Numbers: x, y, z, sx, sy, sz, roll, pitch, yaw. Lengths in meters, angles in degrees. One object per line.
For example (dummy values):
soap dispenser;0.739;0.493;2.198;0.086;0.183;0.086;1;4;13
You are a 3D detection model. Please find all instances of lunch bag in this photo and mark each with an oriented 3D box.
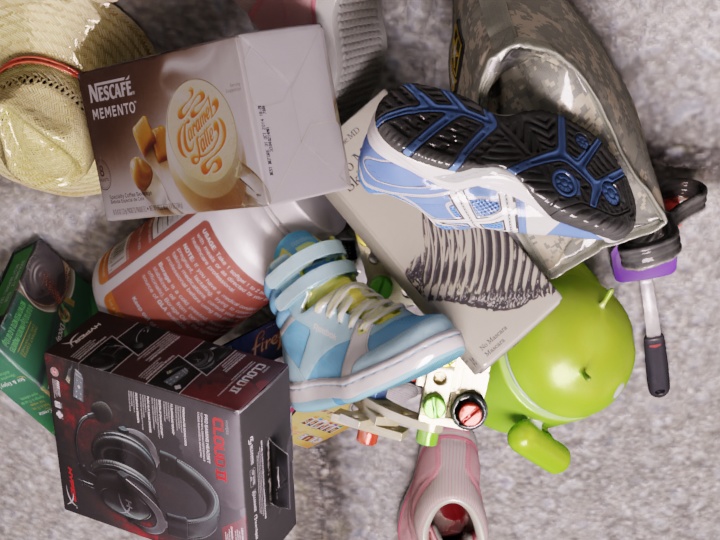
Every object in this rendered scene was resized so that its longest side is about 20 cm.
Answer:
lunch bag;0.125;-0.125;1.143;0.117;0.165;0.201;-25;125;16

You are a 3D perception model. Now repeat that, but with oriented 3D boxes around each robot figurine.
robot figurine;0.147;0.070;1.307;0.115;0.177;0.200;21;160;-16

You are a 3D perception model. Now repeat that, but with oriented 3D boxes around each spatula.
spatula;0.250;0.041;1.373;0.056;0.021;0.202;-9;130;6

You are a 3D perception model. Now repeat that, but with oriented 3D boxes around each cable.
cable;0.230;-0.028;1.218;0.096;0.200;0.051;-9;108;3

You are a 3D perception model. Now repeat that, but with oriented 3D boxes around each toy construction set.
toy construction set;0.041;0.058;1.243;0.129;0.092;0.202;11;115;-1

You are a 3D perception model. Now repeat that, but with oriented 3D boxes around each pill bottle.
pill bottle;-0.110;-0.015;1.272;0.199;0.113;0.112;-34;122;26

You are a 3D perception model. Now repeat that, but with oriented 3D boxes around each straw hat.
straw hat;-0.239;-0.112;1.210;0.198;0.086;0.203;1;130;1

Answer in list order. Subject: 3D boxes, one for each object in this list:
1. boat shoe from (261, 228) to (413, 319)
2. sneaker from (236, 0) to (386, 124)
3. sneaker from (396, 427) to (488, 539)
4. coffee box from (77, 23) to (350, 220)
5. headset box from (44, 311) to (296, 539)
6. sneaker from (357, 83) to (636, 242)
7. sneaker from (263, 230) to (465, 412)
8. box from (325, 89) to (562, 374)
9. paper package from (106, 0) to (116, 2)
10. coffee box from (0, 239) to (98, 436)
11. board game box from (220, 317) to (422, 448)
boat shoe;0.000;0.000;1.300;0.199;0.074;0.067;-31;143;24
sneaker;-0.041;-0.180;1.159;0.104;0.075;0.201;34;155;17
sneaker;0.076;0.249;1.495;0.074;0.105;0.202;2;131;-4
coffee box;-0.106;-0.101;1.125;0.199;0.079;0.116;-1;101;49
headset box;-0.136;0.132;1.223;0.198;0.077;0.151;15;123;26
sneaker;0.090;-0.062;1.051;0.198;0.076;0.077;19;145;-16
sneaker;-0.009;0.026;1.153;0.079;0.132;0.199;-18;178;-36
box;0.052;-0.026;1.156;0.082;0.068;0.200;-41;84;-5
paper package;-0.208;-0.307;1.038;0.188;0.104;0.201;18;129;-12
coffee box;-0.233;0.083;1.346;0.044;0.124;0.200;-20;127;33
board game box;-0.047;0.094;1.354;0.134;0.035;0.200;-27;153;20
